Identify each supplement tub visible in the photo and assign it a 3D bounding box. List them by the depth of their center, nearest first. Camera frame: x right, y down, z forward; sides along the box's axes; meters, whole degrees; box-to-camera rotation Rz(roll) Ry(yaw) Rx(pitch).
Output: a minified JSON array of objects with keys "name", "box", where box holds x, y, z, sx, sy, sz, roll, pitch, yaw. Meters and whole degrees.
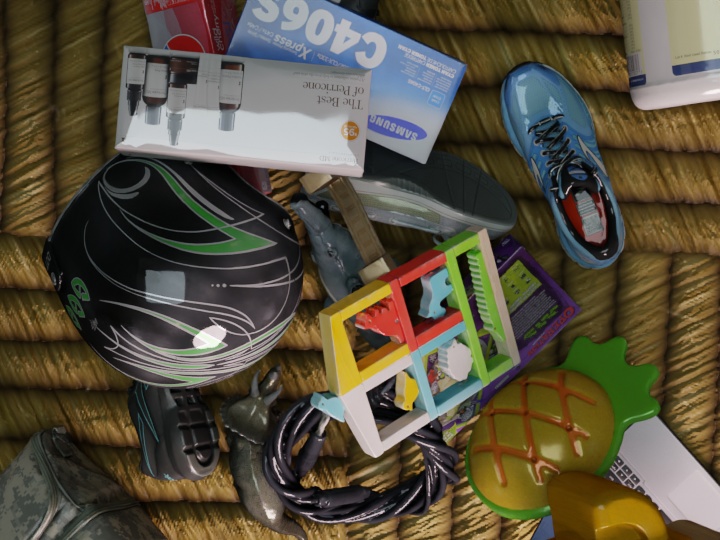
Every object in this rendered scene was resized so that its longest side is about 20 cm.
[{"name":"supplement tub","box":[0.294,-0.248,1.037,0.142,0.145,0.204,-7,95,4]}]

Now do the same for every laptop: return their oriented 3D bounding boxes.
[{"name":"laptop","box":[0.262,0.272,1.103,0.200,0.116,0.188,-43,92,6]}]

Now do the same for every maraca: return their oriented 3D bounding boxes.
[{"name":"maraca","box":[0.182,0.141,1.098,0.199,0.107,0.137,-40,49,-4]}]

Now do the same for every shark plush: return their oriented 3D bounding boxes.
[{"name":"shark plush","box":[0.000,0.000,1.074,0.090,0.084,0.202,-20,130,-2]}]

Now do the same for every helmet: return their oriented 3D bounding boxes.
[{"name":"helmet","box":[-0.148,0.004,1.021,0.190,0.200,0.201,39,97,10]}]

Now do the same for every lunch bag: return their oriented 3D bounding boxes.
[{"name":"lunch bag","box":[-0.306,0.269,1.133,0.200,0.139,0.168,-45,75,6]}]

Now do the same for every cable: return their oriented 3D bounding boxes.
[{"name":"cable","box":[0.004,0.177,1.082,0.161,0.051,0.201,-27,134,2]}]

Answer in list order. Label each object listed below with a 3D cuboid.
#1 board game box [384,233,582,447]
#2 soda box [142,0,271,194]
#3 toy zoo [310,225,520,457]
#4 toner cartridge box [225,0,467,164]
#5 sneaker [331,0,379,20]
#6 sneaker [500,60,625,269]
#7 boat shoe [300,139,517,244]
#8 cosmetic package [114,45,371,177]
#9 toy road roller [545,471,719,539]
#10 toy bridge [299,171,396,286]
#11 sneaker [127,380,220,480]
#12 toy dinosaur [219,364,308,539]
[{"name":"board game box","box":[0.100,0.072,1.105,0.200,0.032,0.120,-45,127,5]},{"name":"soda box","box":[-0.139,-0.162,1.103,0.062,0.070,0.204,-8,96,21]},{"name":"toy zoo","box":[0.042,0.064,1.002,0.198,0.020,0.133,-28,113,-27]},{"name":"toner cartridge box","box":[-0.015,-0.178,1.051,0.197,0.043,0.096,22,103,-9]},{"name":"sneaker","box":[-0.012,-0.201,1.105,0.089,0.070,0.202,31,97,-14]},{"name":"sneaker","box":[0.190,-0.097,1.085,0.078,0.090,0.202,-27,92,5]},{"name":"boat shoe","box":[0.045,-0.068,1.106,0.199,0.075,0.065,12,137,-9]},{"name":"cosmetic package","box":[-0.092,-0.126,0.963,0.196,0.051,0.084,5,90,-2]},{"name":"toy road roller","box":[0.234,0.236,1.012,0.197,0.123,0.149,-14,99,-22]},{"name":"toy bridge","box":[-0.032,-0.081,1.025,0.027,0.067,0.201,-33,91,15]},{"name":"sneaker","box":[-0.190,0.100,1.135,0.078,0.075,0.204,-14,80,32]},{"name":"toy dinosaur","box":[-0.095,0.187,1.123,0.076,0.102,0.204,-5,94,4]}]
